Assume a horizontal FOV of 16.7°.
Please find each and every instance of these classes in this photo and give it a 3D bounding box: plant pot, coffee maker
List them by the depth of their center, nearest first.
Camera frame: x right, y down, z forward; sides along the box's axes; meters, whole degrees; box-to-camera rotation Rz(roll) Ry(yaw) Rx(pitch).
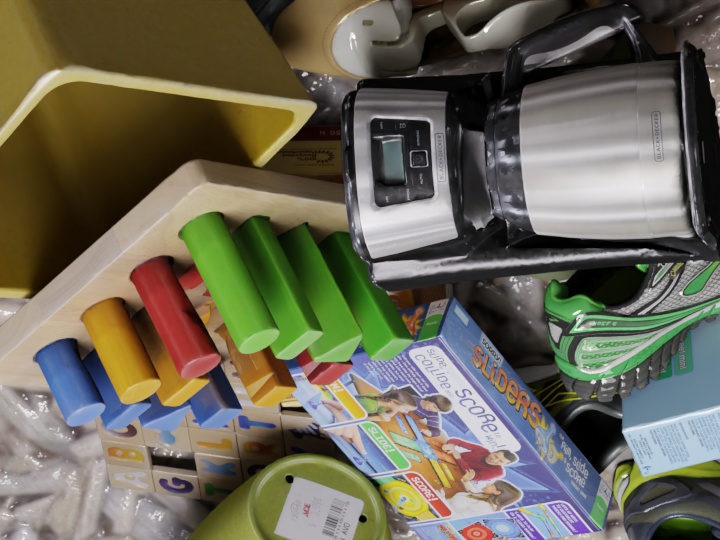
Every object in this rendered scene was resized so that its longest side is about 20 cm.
[{"bbox_3d":[0.100,-0.046,1.371,0.200,0.135,0.192,-4,149,13],"label":"coffee maker"},{"bbox_3d":[-0.183,-0.121,1.380,0.194,0.200,0.195,4,142,-47],"label":"plant pot"},{"bbox_3d":[-0.048,0.216,1.652,0.187,0.187,0.200,13,139,-6],"label":"plant pot"}]

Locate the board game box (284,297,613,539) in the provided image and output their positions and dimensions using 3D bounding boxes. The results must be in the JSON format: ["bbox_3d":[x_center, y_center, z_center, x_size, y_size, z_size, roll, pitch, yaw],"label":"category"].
[{"bbox_3d":[0.055,0.105,1.576,0.135,0.034,0.200,-13,130,35],"label":"board game box"}]

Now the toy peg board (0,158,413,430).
[{"bbox_3d":[-0.085,0.041,1.439,0.199,0.098,0.200,-39,155,25],"label":"toy peg board"}]

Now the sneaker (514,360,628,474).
[{"bbox_3d":[0.119,0.108,1.635,0.200,0.085,0.074,-34,119,28],"label":"sneaker"}]

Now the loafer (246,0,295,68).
[{"bbox_3d":[-0.092,-0.105,1.488,0.063,0.072,0.200,34,123,-29],"label":"loafer"}]

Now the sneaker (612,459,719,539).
[{"bbox_3d":[0.273,0.169,1.675,0.200,0.081,0.074,-5,129,9],"label":"sneaker"}]

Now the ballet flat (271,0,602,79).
[{"bbox_3d":[0.043,-0.145,1.391,0.200,0.063,0.069,-16,130,12],"label":"ballet flat"}]

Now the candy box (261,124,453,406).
[{"bbox_3d":[0.000,0.000,1.573,0.115,0.055,0.200,1,131,6],"label":"candy box"}]

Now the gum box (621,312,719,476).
[{"bbox_3d":[0.260,0.032,1.504,0.200,0.170,0.045,-15,126,17],"label":"gum box"}]

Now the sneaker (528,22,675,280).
[{"bbox_3d":[0.125,-0.069,1.497,0.090,0.067,0.200,8,133,-8],"label":"sneaker"}]

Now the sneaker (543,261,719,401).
[{"bbox_3d":[0.195,-0.009,1.484,0.200,0.078,0.085,-40,132,-17],"label":"sneaker"}]

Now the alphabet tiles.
[{"bbox_3d":[-0.100,0.107,1.655,0.167,0.008,0.200,7,146,8],"label":"alphabet tiles"}]
